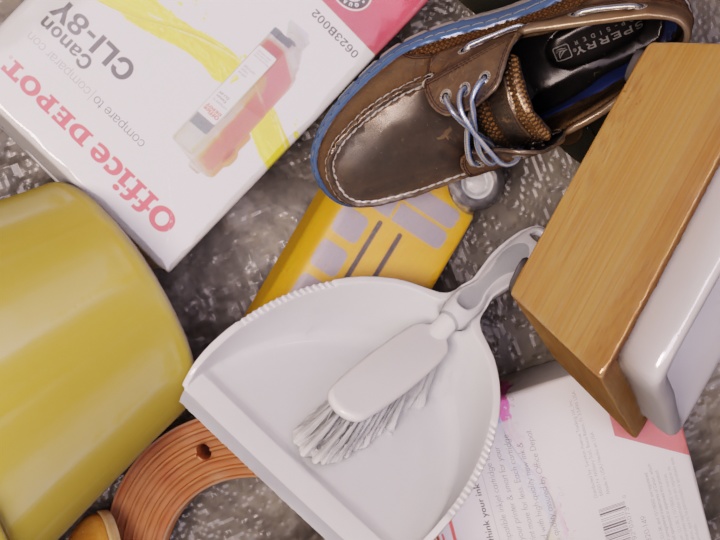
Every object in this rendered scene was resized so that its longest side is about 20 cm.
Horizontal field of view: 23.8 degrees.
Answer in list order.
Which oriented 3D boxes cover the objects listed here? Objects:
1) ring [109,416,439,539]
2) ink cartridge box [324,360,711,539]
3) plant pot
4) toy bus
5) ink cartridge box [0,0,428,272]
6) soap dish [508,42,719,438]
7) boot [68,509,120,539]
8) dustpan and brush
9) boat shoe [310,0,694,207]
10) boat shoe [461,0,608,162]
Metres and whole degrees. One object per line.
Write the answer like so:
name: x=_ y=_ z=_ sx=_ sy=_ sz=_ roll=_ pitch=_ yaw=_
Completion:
ring: x=-0.041 y=0.164 z=0.867 sx=0.199 sy=0.019 sz=0.202 roll=7 pitch=108 yaw=23
ink cartridge box: x=0.073 y=0.121 z=0.911 sx=0.199 sy=0.067 sz=0.117 roll=-16 pitch=94 yaw=-11
plant pot: x=-0.188 y=0.060 z=0.808 sx=0.188 sy=0.201 sz=0.201 roll=-33 pitch=97 yaw=-23
toy bus: x=0.000 y=0.000 z=0.896 sx=0.078 sy=0.065 sz=0.201 roll=31 pitch=86 yaw=-8
ink cartridge box: x=-0.084 y=-0.117 z=0.867 sx=0.145 sy=0.083 sz=0.200 roll=44 pitch=84 yaw=-9
soap dish: x=0.142 y=-0.011 z=0.801 sx=0.081 sy=0.200 sz=0.158 roll=27 pitch=85 yaw=18
boot: x=-0.199 y=0.214 z=0.856 sx=0.143 sy=0.071 sz=0.202 roll=8 pitch=98 yaw=-21
dustpan and brush: x=0.029 y=0.039 z=0.829 sx=0.139 sy=0.057 sz=0.200 roll=41 pitch=47 yaw=14
boat shoe: x=0.065 y=-0.086 z=0.817 sx=0.199 sy=0.072 sz=0.072 roll=-31 pitch=111 yaw=7
boat shoe: x=0.112 y=-0.136 z=0.898 sx=0.075 sy=0.074 sz=0.200 roll=-22 pitch=121 yaw=31
